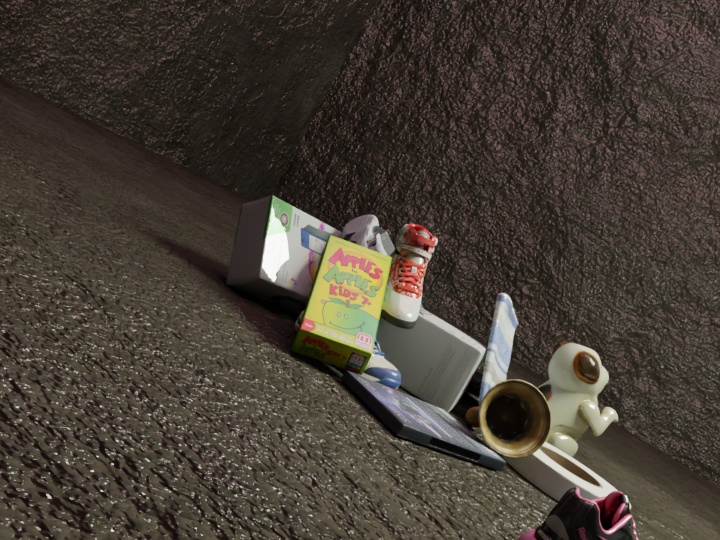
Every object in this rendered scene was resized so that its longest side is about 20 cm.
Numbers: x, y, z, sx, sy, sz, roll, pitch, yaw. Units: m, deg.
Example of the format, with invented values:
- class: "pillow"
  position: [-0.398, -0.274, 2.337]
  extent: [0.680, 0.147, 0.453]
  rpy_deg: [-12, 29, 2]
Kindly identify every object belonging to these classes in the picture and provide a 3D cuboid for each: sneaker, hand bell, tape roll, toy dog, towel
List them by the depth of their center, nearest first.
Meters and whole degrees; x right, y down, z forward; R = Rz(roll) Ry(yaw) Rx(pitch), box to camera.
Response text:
- class: "sneaker"
  position: [0.244, 0.264, 0.701]
  extent: [0.200, 0.096, 0.079]
  rpy_deg: [29, 2, -35]
- class: "sneaker"
  position: [-0.011, 0.096, 1.051]
  extent: [0.200, 0.088, 0.075]
  rpy_deg: [33, 3, 31]
- class: "tape roll"
  position: [0.299, 0.303, 1.063]
  extent: [0.202, 0.037, 0.203]
  rpy_deg: [29, 3, -2]
- class: "hand bell"
  position: [0.192, 0.216, 1.070]
  extent: [0.104, 0.104, 0.200]
  rpy_deg: [29, -13, -4]
- class: "sneaker"
  position: [0.074, -0.001, 1.119]
  extent: [0.067, 0.108, 0.202]
  rpy_deg: [20, 26, -5]
- class: "sneaker"
  position: [0.000, 0.000, 1.200]
  extent: [0.115, 0.075, 0.200]
  rpy_deg: [67, 28, -27]
- class: "towel"
  position: [0.236, 0.151, 1.230]
  extent: [0.024, 0.201, 0.147]
  rpy_deg: [7, -21, 22]
- class: "toy dog"
  position: [0.343, 0.220, 1.243]
  extent: [0.193, 0.201, 0.140]
  rpy_deg: [30, 3, -6]

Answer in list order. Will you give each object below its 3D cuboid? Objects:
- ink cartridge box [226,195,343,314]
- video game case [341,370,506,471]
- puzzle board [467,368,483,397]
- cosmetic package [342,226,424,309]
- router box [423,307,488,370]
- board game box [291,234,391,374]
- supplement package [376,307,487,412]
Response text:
- class: "ink cartridge box"
  position: [-0.111, -0.016, 1.212]
  extent: [0.087, 0.146, 0.200]
  rpy_deg: [-11, -27, 40]
- class: "video game case"
  position: [0.082, 0.197, 0.945]
  extent: [0.200, 0.019, 0.143]
  rpy_deg: [27, 5, -36]
- class: "puzzle board"
  position: [0.206, 0.207, 1.387]
  extent: [0.151, 0.017, 0.200]
  rpy_deg: [48, -13, -33]
- class: "cosmetic package"
  position: [0.037, 0.014, 1.372]
  extent: [0.201, 0.090, 0.107]
  rpy_deg: [65, -13, -24]
- class: "router box"
  position: [0.185, 0.166, 1.500]
  extent: [0.200, 0.062, 0.150]
  rpy_deg: [31, -17, 29]
- class: "board game box"
  position: [-0.022, 0.043, 1.019]
  extent: [0.101, 0.048, 0.200]
  rpy_deg: [19, 42, -5]
- class: "supplement package"
  position: [0.091, 0.127, 1.181]
  extent: [0.200, 0.118, 0.117]
  rpy_deg: [30, 6, 14]
